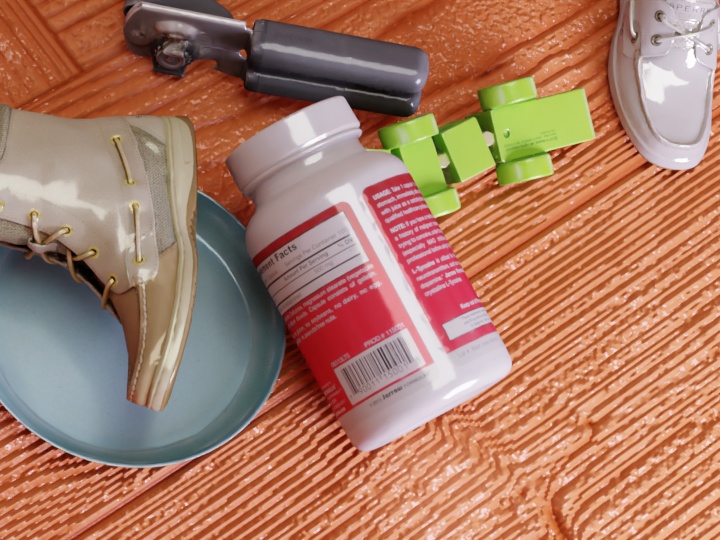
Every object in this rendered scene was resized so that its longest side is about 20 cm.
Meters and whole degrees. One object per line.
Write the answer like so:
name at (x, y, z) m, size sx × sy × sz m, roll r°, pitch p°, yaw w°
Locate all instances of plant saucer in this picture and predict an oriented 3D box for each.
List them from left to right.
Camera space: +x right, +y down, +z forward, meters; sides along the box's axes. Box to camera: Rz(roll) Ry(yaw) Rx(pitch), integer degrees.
plant saucer at (-0.145, 0.032, 1.696) m, size 0.200 × 0.027 × 0.200 m, roll 7°, pitch 63°, yaw -14°

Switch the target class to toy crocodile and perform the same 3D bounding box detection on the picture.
toy crocodile at (0.066, -0.079, 1.798) m, size 0.200 × 0.062 × 0.068 m, roll -21°, pitch 97°, yaw -26°

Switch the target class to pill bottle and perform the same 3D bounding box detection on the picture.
pill bottle at (0.000, 0.000, 1.692) m, size 0.112 × 0.112 × 0.200 m, roll -26°, pitch 84°, yaw -26°

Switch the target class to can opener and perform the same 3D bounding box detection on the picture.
can opener at (-0.055, -0.151, 1.786) m, size 0.200 × 0.053 × 0.067 m, roll 10°, pitch 54°, yaw -5°

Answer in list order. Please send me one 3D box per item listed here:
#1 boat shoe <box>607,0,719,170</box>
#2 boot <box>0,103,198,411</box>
boat shoe at (0.211, -0.168, 1.875) m, size 0.071 × 0.069 × 0.200 m, roll 5°, pitch 65°, yaw -17°
boot at (-0.177, -0.012, 1.652) m, size 0.155 × 0.072 × 0.200 m, roll 7°, pitch 59°, yaw -15°
